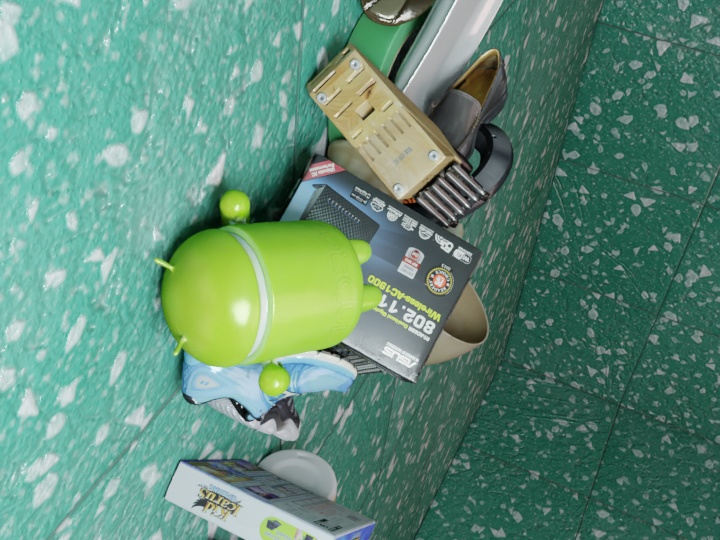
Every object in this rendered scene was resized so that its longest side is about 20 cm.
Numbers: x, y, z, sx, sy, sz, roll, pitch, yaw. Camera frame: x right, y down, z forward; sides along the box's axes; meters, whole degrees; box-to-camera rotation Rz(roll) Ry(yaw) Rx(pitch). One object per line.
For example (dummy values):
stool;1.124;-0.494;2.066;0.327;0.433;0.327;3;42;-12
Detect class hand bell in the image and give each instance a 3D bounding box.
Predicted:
hand bell;-0.054;-0.034;0.948;0.200;0.104;0.104;-50;158;-21

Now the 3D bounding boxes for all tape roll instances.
tape roll;0.028;-0.212;1.024;0.201;0.048;0.201;-57;160;-34

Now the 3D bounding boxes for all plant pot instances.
plant pot;0.071;0.063;1.310;0.134;0.200;0.200;-43;177;27

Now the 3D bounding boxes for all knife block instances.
knife block;0.049;-0.133;0.931;0.064;0.200;0.176;-41;177;15

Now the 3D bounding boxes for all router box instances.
router box;0.000;0.000;0.889;0.150;0.200;0.062;-62;-172;-9

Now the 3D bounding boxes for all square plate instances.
square plate;0.099;-0.259;0.994;0.198;0.028;0.200;-59;169;19

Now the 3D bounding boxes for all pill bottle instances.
pill bottle;-0.095;0.345;1.197;0.112;0.112;0.200;-50;155;-49

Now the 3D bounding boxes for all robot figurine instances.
robot figurine;-0.079;0.017;0.761;0.200;0.116;0.176;-8;82;-41

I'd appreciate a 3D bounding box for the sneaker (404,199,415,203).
sneaker;0.038;-0.085;1.196;0.200;0.070;0.090;-18;92;-71

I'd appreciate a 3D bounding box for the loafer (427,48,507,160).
loafer;0.110;-0.183;1.043;0.200;0.073;0.072;-56;158;-31

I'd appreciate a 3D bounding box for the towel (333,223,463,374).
towel;0.016;0.032;1.030;0.035;0.192;0.200;45;49;-33

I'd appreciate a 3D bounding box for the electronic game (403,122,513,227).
electronic game;0.089;-0.118;1.091;0.200;0.200;0.042;-59;136;-33

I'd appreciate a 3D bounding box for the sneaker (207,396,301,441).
sneaker;-0.092;0.119;0.982;0.114;0.075;0.200;-64;161;-9

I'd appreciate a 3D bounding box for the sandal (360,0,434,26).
sandal;0.056;-0.345;0.937;0.055;0.082;0.200;152;-46;-81

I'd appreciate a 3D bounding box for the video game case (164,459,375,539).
video game case;-0.091;0.263;0.978;0.046;0.181;0.200;-66;164;-5

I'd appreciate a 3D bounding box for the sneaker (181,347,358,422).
sneaker;-0.092;0.101;0.872;0.200;0.078;0.090;12;101;-39

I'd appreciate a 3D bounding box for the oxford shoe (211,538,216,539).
oxford shoe;-0.162;0.390;1.115;0.071;0.071;0.200;-54;160;-28
